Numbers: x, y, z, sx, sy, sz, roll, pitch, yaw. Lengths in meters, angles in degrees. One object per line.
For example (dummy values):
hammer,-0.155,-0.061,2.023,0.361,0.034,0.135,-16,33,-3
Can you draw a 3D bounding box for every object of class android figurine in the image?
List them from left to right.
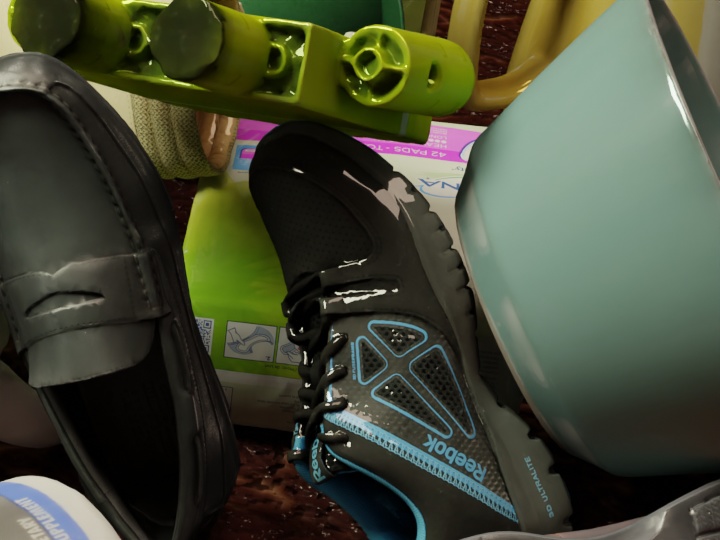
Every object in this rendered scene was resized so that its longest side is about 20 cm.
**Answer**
android figurine,-0.044,-0.082,0.962,0.181,0.041,0.200,10,2,28

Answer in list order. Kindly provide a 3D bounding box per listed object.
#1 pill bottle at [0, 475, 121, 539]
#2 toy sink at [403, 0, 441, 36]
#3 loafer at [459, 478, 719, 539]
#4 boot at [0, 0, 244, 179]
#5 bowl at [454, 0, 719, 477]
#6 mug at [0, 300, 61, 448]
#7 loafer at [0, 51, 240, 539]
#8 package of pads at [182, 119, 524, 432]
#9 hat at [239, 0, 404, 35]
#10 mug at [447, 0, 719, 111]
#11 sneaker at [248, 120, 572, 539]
pill bottle,-0.165,0.143,0.743,0.199,0.114,0.114,-18,40,-38
toy sink,-0.016,-0.198,1.278,0.112,0.201,0.130,21,31,20
loafer,0.080,0.128,0.901,0.199,0.063,0.072,-14,74,-22
boot,-0.126,-0.126,1.108,0.155,0.201,0.073,-10,-19,26
bowl,0.106,-0.001,0.954,0.105,0.201,0.201,-23,28,13
mug,-0.181,-0.005,0.984,0.200,0.148,0.176,37,26,-14
loafer,-0.096,0.016,0.903,0.068,0.201,0.071,-13,25,15
package of pads,0.000,0.000,1.078,0.153,0.069,0.200,7,31,0
hat,-0.102,-0.097,1.161,0.176,0.200,0.166,-34,82,-37
mug,0.150,-0.138,1.268,0.149,0.154,0.186,22,33,21
sneaker,0.005,0.037,0.932,0.082,0.073,0.201,-26,83,-29
